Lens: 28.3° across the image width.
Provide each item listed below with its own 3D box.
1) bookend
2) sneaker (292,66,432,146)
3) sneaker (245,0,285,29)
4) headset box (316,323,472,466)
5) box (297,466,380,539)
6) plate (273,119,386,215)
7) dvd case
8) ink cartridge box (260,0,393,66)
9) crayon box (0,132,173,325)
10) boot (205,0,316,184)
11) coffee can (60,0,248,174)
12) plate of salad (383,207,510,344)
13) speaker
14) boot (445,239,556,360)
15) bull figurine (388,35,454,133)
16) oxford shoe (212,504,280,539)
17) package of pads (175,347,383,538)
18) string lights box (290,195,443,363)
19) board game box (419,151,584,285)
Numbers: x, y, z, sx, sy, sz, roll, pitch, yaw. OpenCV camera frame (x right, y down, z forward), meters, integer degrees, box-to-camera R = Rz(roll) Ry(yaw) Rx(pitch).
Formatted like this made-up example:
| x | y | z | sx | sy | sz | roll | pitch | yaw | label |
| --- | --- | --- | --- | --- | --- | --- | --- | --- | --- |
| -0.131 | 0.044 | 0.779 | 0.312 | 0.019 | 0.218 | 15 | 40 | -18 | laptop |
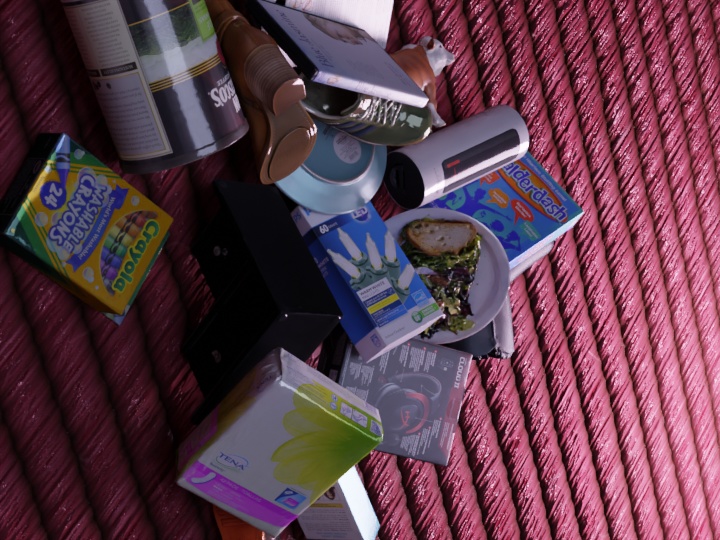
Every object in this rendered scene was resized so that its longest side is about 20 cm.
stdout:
| x | y | z | sx | sy | sz | roll | pitch | yaw | label |
| --- | --- | --- | --- | --- | --- | --- | --- | --- | --- |
| -0.142 | 0.037 | 1.627 | 0.092 | 0.199 | 0.200 | 5 | 46 | -42 | bookend |
| -0.003 | -0.189 | 1.653 | 0.200 | 0.090 | 0.067 | 16 | 90 | -14 | sneaker |
| -0.084 | -0.372 | 1.668 | 0.071 | 0.080 | 0.200 | 1 | 96 | -43 | sneaker |
| 0.043 | 0.157 | 1.797 | 0.200 | 0.075 | 0.149 | 15 | 85 | -25 | headset box |
| -0.047 | 0.257 | 1.731 | 0.049 | 0.082 | 0.200 | -63 | 142 | -47 | box |
| -0.043 | -0.165 | 1.720 | 0.200 | 0.026 | 0.201 | 14 | 66 | -33 | plate |
| -0.025 | -0.247 | 1.620 | 0.200 | 0.143 | 0.018 | 5 | 128 | -49 | dvd case |
| -0.046 | -0.321 | 1.690 | 0.200 | 0.050 | 0.161 | -18 | 137 | -32 | ink cartridge box |
| -0.288 | -0.041 | 1.532 | 0.200 | 0.052 | 0.126 | 40 | 67 | -37 | crayon box |
| -0.125 | -0.201 | 1.604 | 0.077 | 0.155 | 0.200 | -33 | 153 | -15 | boot |
| -0.219 | -0.221 | 1.515 | 0.146 | 0.146 | 0.200 | -33 | 115 | -36 | coffee can |
| 0.090 | 0.014 | 1.803 | 0.048 | 0.200 | 0.200 | -86 | 152 | -60 | plate of salad |
| 0.123 | -0.148 | 1.847 | 0.200 | 0.081 | 0.081 | -26 | 111 | -35 | speaker |
| 0.190 | 0.034 | 1.955 | 0.200 | 0.076 | 0.169 | -10 | 97 | -34 | boot |
| 0.057 | -0.230 | 1.788 | 0.200 | 0.065 | 0.122 | -18 | 87 | -52 | bull figurine |
| -0.132 | 0.298 | 1.707 | 0.073 | 0.071 | 0.200 | 15 | 74 | -75 | oxford shoe |
| -0.095 | 0.191 | 1.580 | 0.154 | 0.200 | 0.068 | 34 | 26 | -24 | package of pads |
| 0.000 | 0.000 | 1.733 | 0.103 | 0.059 | 0.200 | -27 | 81 | -38 | string lights box |
| 0.182 | -0.082 | 1.906 | 0.200 | 0.045 | 0.152 | -33 | 75 | -37 | board game box |
